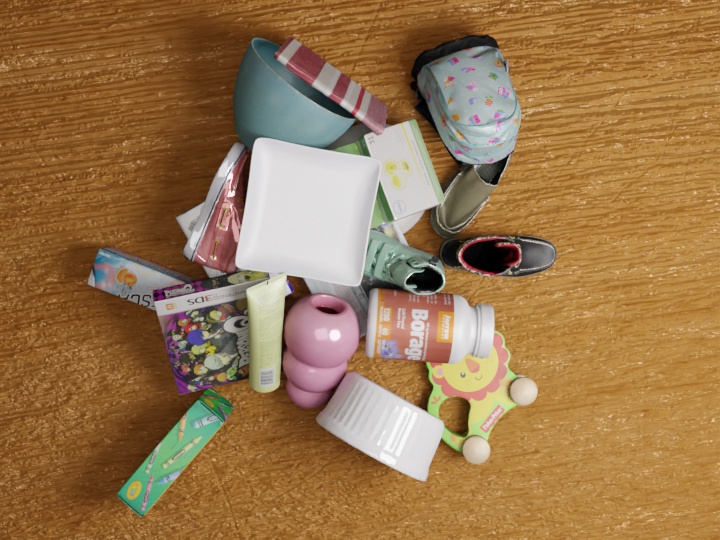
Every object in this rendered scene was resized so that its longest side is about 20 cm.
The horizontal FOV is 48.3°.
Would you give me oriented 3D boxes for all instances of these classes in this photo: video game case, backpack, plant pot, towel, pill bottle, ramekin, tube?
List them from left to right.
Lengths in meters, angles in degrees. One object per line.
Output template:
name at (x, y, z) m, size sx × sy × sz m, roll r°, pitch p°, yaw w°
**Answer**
video game case at (-0.221, 0.098, 1.278) m, size 0.180 × 0.036 × 0.201 m, roll -11°, pitch 128°, yaw -10°
tube at (-0.148, 0.098, 1.253) m, size 0.051 × 0.058 × 0.201 m, roll 6°, pitch 123°, yaw 1°
plant pot at (-0.123, -0.249, 1.266) m, size 0.200 × 0.200 × 0.135 m, roll 38°, pitch 110°, yaw -3°
towel at (-0.043, -0.292, 1.269) m, size 0.199 × 0.144 × 0.023 m, roll 34°, pitch 113°, yaw -11°
video game case at (0.000, 0.000, 1.339) m, size 0.181 × 0.023 × 0.201 m, roll -28°, pitch 99°, yaw 1°
ramekin at (0.037, 0.243, 1.278) m, size 0.199 × 0.200 × 0.098 m, roll 28°, pitch 84°, yaw -3°
pill bottle at (0.109, 0.090, 1.285) m, size 0.198 × 0.112 × 0.113 m, roll 4°, pitch 92°, yaw 0°
backpack at (0.173, -0.267, 1.271) m, size 0.166 × 0.127 × 0.201 m, roll -18°, pitch 66°, yaw 4°

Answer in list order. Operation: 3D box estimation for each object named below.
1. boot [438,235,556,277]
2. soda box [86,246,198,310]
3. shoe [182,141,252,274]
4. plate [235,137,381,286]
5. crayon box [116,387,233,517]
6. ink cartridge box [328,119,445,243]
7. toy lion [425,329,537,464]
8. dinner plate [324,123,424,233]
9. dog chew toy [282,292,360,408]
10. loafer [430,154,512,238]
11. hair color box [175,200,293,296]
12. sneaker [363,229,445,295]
boot at (0.233, -0.024, 1.293) m, size 0.198 × 0.151 × 0.074 m, roll 5°, pitch 92°, yaw -2°
soda box at (-0.337, 0.026, 1.315) m, size 0.199 × 0.068 × 0.064 m, roll 21°, pitch 95°, yaw 0°
shoe at (-0.198, -0.093, 1.259) m, size 0.090 × 0.071 × 0.201 m, roll 24°, pitch 96°, yaw -5°
plate at (-0.080, -0.089, 1.233) m, size 0.198 × 0.032 × 0.202 m, roll 9°, pitch 97°, yaw -9°
crayon box at (-0.298, 0.290, 1.304) m, size 0.058 × 0.119 × 0.200 m, roll 41°, pitch 91°, yaw -3°
ink cartridge box at (0.023, -0.144, 1.284) m, size 0.199 × 0.048 × 0.147 m, roll -21°, pitch 92°, yaw -25°
toy lion at (0.183, 0.191, 1.350) m, size 0.191 × 0.069 × 0.200 m, roll 39°, pitch 91°, yaw 4°
dinner plate at (0.022, -0.148, 1.347) m, size 0.198 × 0.024 × 0.202 m, roll 0°, pitch 92°, yaw -3°
dog chew toy at (-0.072, 0.138, 1.299) m, size 0.124 × 0.125 × 0.201 m, roll 14°, pitch 118°, yaw -2°
loafer at (0.185, -0.144, 1.328) m, size 0.075 × 0.070 × 0.201 m, roll 32°, pitch 91°, yaw -3°
hair color box at (-0.205, -0.026, 1.324) m, size 0.109 × 0.065 × 0.201 m, roll -28°, pitch 95°, yaw 0°
sneaker at (0.043, -0.015, 1.267) m, size 0.199 × 0.118 × 0.074 m, roll 14°, pitch 99°, yaw -4°
